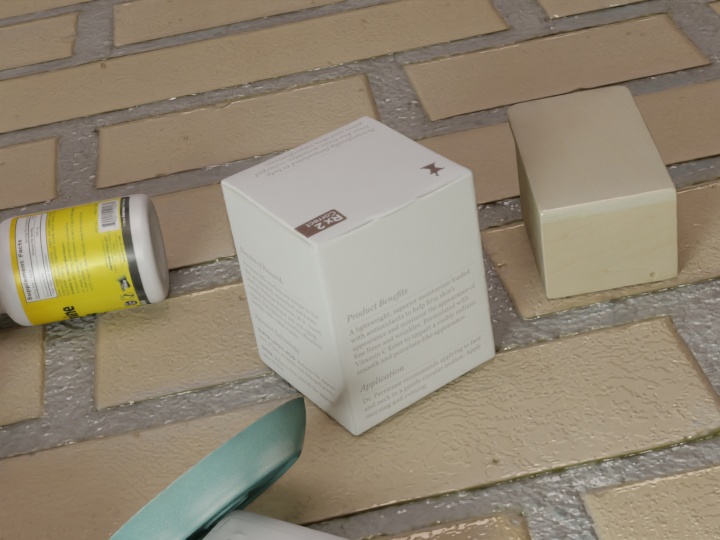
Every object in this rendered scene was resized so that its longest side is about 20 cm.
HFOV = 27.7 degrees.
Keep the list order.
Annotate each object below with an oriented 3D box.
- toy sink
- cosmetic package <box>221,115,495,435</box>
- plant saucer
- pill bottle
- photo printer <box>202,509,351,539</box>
[{"bbox_3d":[0.225,-0.077,1.440,0.130,0.112,0.200,-10,37,0],"label":"toy sink"},{"bbox_3d":[0.000,0.000,1.296,0.164,0.201,0.165,-26,35,-25],"label":"cosmetic package"},{"bbox_3d":[-0.112,0.172,1.116,0.200,0.200,0.036,-33,80,-32],"label":"plant saucer"},{"bbox_3d":[-0.301,-0.006,1.477,0.199,0.113,0.113,-10,32,0],"label":"pill bottle"},{"bbox_3d":[-0.046,0.255,1.025,0.199,0.070,0.166,9,35,28],"label":"photo printer"}]
